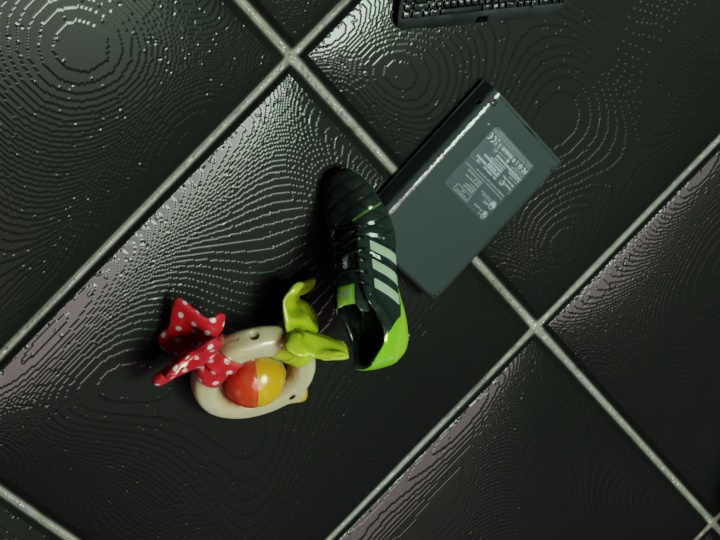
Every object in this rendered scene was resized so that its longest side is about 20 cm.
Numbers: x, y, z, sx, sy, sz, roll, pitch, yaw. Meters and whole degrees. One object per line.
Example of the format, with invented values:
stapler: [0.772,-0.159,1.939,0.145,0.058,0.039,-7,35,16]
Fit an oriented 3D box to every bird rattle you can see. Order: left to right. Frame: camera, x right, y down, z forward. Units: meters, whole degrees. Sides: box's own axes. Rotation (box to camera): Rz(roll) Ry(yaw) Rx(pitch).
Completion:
bird rattle: [-0.110,0.097,1.833,0.199,0.113,0.164,-19,143,-18]

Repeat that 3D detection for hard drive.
hard drive: [0.101,-0.079,1.897,0.200,0.033,0.139,-47,132,1]

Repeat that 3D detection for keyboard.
keyboard: [0.130,-0.283,1.785,0.199,0.040,0.105,-11,124,-28]

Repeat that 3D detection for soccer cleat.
soccer cleat: [0.000,0.000,1.810,0.081,0.067,0.202,-25,102,-59]
